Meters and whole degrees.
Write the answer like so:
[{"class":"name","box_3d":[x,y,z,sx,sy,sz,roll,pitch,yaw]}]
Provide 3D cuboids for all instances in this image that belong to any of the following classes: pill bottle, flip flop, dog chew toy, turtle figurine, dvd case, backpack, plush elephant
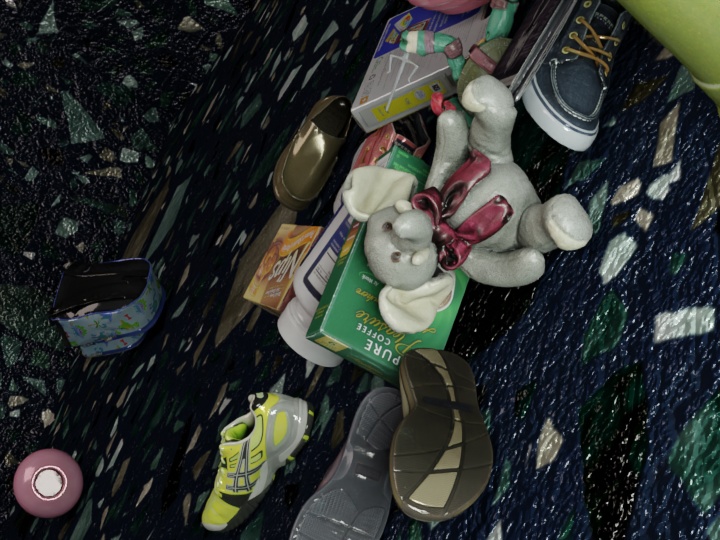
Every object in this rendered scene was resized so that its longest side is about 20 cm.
[{"class":"pill bottle","box_3d":[0.000,0.000,1.307,0.200,0.111,0.111,-54,19,23]},{"class":"flip flop","box_3d":[0.056,0.133,1.011,0.200,0.081,0.058,-90,16,-60]},{"class":"dog chew toy","box_3d":[-0.579,0.396,2.361,0.125,0.124,0.200,-66,10,-16]},{"class":"turtle figurine","box_3d":[0.125,-0.207,1.253,0.200,0.149,0.101,-52,44,15]},{"class":"dvd case","box_3d":[0.170,-0.233,1.130,0.201,0.016,0.149,-59,7,0]},{"class":"backpack","box_3d":[-0.487,0.068,2.513,0.199,0.147,0.183,-11,40,14]},{"class":"plush elephant","box_3d":[0.069,-0.041,1.072,0.154,0.165,0.200,-24,-12,-18]}]

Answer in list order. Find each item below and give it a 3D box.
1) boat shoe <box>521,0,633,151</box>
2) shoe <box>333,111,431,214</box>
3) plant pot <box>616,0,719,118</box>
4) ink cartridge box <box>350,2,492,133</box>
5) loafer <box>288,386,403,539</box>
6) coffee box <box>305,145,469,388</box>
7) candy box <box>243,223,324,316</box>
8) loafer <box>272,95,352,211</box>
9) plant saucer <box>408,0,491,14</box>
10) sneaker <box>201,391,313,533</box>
[{"class":"boat shoe","box_3d":[0.193,-0.190,1.110,0.091,0.071,0.201,-54,16,35]},{"class":"shoe","box_3d":[0.027,-0.114,1.475,0.091,0.071,0.201,-52,16,37]},{"class":"plant pot","box_3d":[0.235,-0.217,0.835,0.200,0.189,0.200,-53,18,26]},{"class":"ink cartridge box","box_3d":[0.098,-0.264,1.482,0.199,0.047,0.198,-17,34,32]},{"class":"loafer","box_3d":[-0.007,0.199,1.117,0.201,0.072,0.063,-63,-4,-24]},{"class":"coffee box","box_3d":[0.039,-0.001,1.180,0.044,0.123,0.201,-23,43,62]},{"class":"candy box","box_3d":[-0.082,0.003,1.633,0.116,0.055,0.200,-63,18,-5]},{"class":"loafer","box_3d":[-0.066,-0.178,1.839,0.067,0.076,0.201,-41,26,63]},{"class":"plant saucer","box_3d":[0.142,-0.364,1.480,0.200,0.051,0.201,-30,28,18]},{"class":"sneaker","box_3d":[-0.130,0.208,1.416,0.200,0.076,0.076,-56,19,22]}]
